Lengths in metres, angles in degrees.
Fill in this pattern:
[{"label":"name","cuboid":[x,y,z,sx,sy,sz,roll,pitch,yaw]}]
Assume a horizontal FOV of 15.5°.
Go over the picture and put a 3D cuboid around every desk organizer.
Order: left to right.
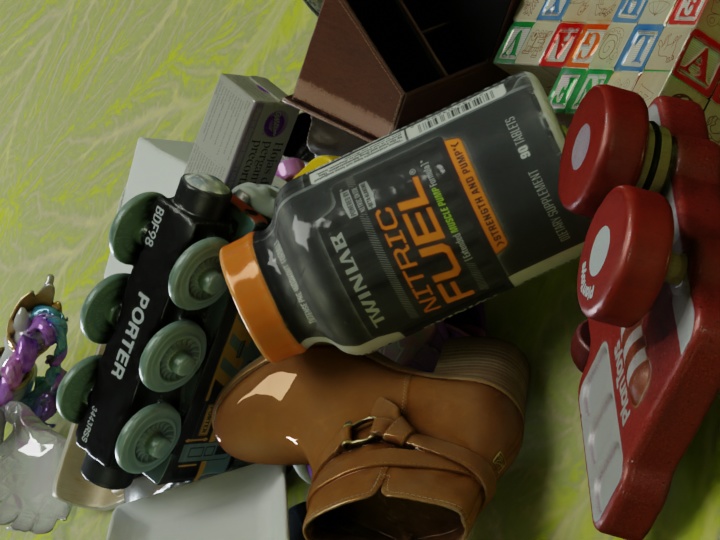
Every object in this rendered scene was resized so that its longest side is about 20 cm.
[{"label":"desk organizer","cuboid":[0.039,-0.135,1.550,0.200,0.072,0.077,-29,-39,-62]}]

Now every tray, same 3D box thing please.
[{"label":"tray","cuboid":[-0.088,0.150,1.459,0.107,0.022,0.200,-18,10,1]}]

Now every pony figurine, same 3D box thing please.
[{"label":"pony figurine","cuboid":[-0.284,0.115,1.962,0.200,0.166,0.193,-52,14,53]}]

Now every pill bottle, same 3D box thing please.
[{"label":"pill bottle","cuboid":[0.025,-0.021,1.436,0.200,0.106,0.106,-25,33,6]}]

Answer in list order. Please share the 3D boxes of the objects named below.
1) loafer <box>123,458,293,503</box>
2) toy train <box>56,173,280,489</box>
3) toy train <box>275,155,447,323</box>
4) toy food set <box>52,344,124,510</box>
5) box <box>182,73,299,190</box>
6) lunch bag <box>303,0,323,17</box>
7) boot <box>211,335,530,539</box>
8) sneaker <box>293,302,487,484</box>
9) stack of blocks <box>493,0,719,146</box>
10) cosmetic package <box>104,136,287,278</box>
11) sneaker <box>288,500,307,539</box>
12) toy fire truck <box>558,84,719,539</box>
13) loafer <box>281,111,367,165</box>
[{"label":"loafer","cuboid":[-0.095,0.142,1.669,0.200,0.072,0.063,-22,61,60]},{"label":"toy train","cuboid":[-0.101,0.035,1.532,0.085,0.114,0.200,34,113,36]},{"label":"toy train","cuboid":[0.000,0.000,1.654,0.200,0.056,0.151,-8,82,47]},{"label":"toy food set","cuboid":[-0.139,0.074,1.812,0.200,0.060,0.144,-25,43,50]},{"label":"box","cuboid":[-0.093,-0.019,1.581,0.041,0.039,0.200,38,114,41]},{"label":"lunch bag","cuboid":[0.045,-0.253,1.746,0.168,0.139,0.200,-28,38,23]},{"label":"boot","cuboid":[-0.010,0.101,1.431,0.200,0.074,0.155,-13,28,24]},{"label":"sneaker","cuboid":[0.026,0.045,1.531,0.088,0.080,0.200,29,103,28]},{"label":"stack of blocks","cuboid":[0.154,-0.125,1.486,0.115,0.059,0.200,-63,26,-6]},{"label":"cosmetic package","cuboid":[-0.068,-0.004,1.636,0.200,0.074,0.102,32,112,45]},{"label":"sneaker","cuboid":[-0.071,0.193,1.453,0.203,0.146,0.077,-97,18,-53]},{"label":"toy fire truck","cuboid":[0.146,0.014,1.319,0.200,0.112,0.168,-94,23,-51]},{"label":"loafer","cuboid":[-0.001,-0.089,1.718,0.200,0.071,0.073,-25,42,50]}]
